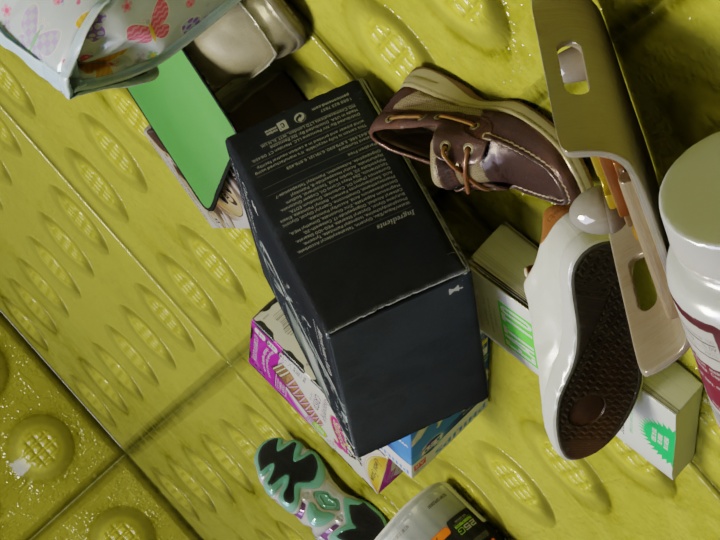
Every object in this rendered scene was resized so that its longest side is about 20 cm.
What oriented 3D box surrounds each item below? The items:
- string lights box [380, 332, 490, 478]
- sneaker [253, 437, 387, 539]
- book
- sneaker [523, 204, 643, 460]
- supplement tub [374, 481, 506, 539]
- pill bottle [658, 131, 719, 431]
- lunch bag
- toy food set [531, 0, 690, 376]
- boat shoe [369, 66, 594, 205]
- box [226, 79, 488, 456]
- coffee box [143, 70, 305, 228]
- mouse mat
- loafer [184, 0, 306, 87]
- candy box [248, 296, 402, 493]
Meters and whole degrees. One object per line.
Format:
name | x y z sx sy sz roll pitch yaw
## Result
string lights box | 0.058 0.093 1.980 0.059 0.103 0.200 41 162 20
sneaker | -0.047 0.292 2.729 0.200 0.078 0.140 42 162 21
book | 0.172 0.065 1.749 0.200 0.048 0.134 38 162 22
sneaker | 0.156 0.040 1.645 0.085 0.073 0.201 -127 31 -50
supplement tub | 0.111 0.321 2.321 0.200 0.122 0.123 43 163 14
pill bottle | 0.242 0.018 1.335 0.114 0.114 0.200 32 157 43
lunch bag | -0.196 -0.233 1.726 0.169 0.200 0.127 37 160 31
toy food set | 0.145 -0.052 1.388 0.144 0.060 0.200 -95 -15 -45
boat shoe | 0.079 -0.080 1.595 0.200 0.072 0.072 32 157 44
box | 0.000 0.000 1.766 0.197 0.124 0.200 60 171 31
coffee box | -0.099 -0.102 1.978 0.113 0.080 0.200 54 162 -15
mouse mat | -0.154 -0.142 1.903 0.161 0.008 0.200 57 161 8
loafer | -0.103 -0.183 1.828 0.076 0.068 0.200 51 163 -8
candy box | -0.026 0.122 2.328 0.200 0.061 0.136 44 162 12
